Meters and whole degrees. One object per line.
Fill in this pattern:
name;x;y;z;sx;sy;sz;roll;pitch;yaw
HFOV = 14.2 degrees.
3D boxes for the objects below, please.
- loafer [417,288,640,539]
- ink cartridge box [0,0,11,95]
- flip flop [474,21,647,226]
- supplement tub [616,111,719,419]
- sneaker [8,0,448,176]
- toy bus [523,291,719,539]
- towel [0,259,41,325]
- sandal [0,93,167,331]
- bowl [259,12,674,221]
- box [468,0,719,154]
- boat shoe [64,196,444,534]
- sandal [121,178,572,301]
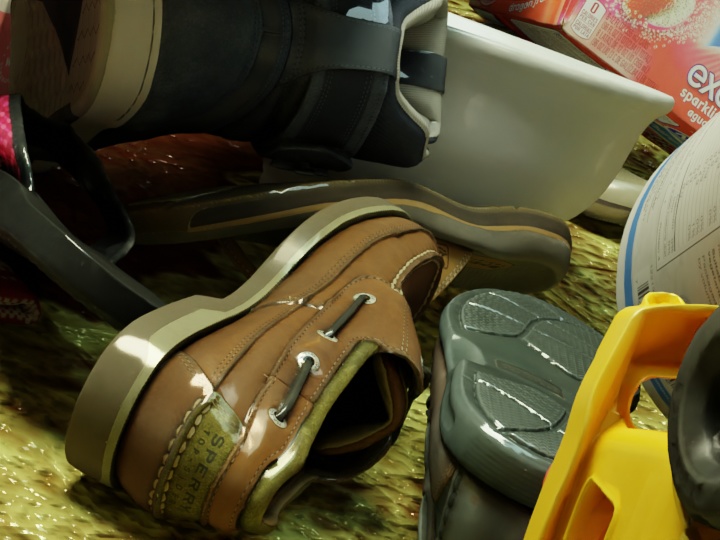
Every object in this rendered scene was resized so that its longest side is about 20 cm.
loafer;0.045;0.055;0.929;0.072;0.063;0.200;28;13;2
ink cartridge box;-0.120;-0.175;1.161;0.067;0.201;0.116;27;18;16
flip flop;0.066;-0.083;1.364;0.200;0.058;0.081;31;19;23
supplement tub;0.163;-0.008;0.891;0.131;0.132;0.200;21;-14;-6
sneaker;-0.049;-0.072;1.048;0.145;0.077;0.202;2;0;-19
toy bus;0.106;0.068;0.747;0.135;0.201;0.192;13;12;-23
towel;-0.212;-0.038;0.938;0.200;0.023;0.144;38;20;35
sandal;-0.102;-0.026;0.938;0.075;0.045;0.200;35;-2;-30
bowl;0.019;-0.061;1.157;0.200;0.091;0.201;19;6;-2
box;0.166;-0.110;1.396;0.200;0.096;0.100;34;-4;-27
boat shoe;-0.015;0.036;0.900;0.068;0.072;0.200;28;29;16
sandal;0.000;0.000;1.038;0.081;0.055;0.200;-6;-11;41
